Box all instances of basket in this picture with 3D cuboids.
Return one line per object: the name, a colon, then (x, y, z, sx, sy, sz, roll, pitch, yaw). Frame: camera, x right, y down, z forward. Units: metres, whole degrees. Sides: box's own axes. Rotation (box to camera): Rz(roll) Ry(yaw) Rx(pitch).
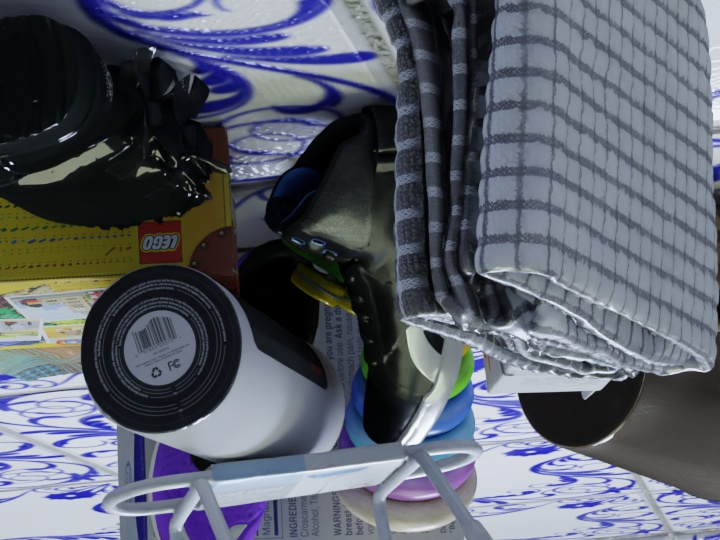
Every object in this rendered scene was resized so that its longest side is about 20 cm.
basket: (0.213, 0.083, 1.476, 0.180, 0.137, 0.200, -21, 155, 40)

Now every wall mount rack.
wall mount rack: (-0.021, 0.125, 1.037, 0.199, 0.075, 0.174, -7, 165, -15)

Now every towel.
towel: (0.073, -0.047, 0.822, 0.085, 0.166, 0.200, -4, 168, 28)
towel: (-0.216, 0.048, 1.434, 0.146, 0.022, 0.200, -8, 166, 20)

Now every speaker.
speaker: (-0.069, 0.055, 1.047, 0.081, 0.082, 0.200, -7, 166, 13)

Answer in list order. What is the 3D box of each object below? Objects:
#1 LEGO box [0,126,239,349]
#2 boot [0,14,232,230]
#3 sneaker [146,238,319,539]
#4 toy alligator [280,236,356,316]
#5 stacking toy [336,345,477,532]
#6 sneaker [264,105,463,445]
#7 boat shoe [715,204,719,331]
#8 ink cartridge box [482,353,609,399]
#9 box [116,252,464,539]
LEGO box: (-0.163, -0.012, 1.079, 0.199, 0.077, 0.149, -3, 166, -3)
boot: (-0.168, -0.057, 0.920, 0.198, 0.074, 0.162, -8, 169, 15)
sneaker: (-0.070, 0.071, 1.192, 0.069, 0.201, 0.100, 16, 163, -9)
toy alligator: (0.002, -0.009, 1.201, 0.054, 0.059, 0.200, 35, -174, 28)
stacking toy: (0.029, 0.046, 1.175, 0.085, 0.085, 0.201, -2, 124, -7)
sneaker: (0.000, 0.000, 1.055, 0.111, 0.073, 0.201, 7, 122, -15)
boat shoe: (0.208, 0.001, 1.238, 0.199, 0.074, 0.076, 4, 165, -39)
ink cartridge box: (0.101, -0.001, 1.117, 0.068, 0.116, 0.200, -3, 166, -5)
box: (-0.048, 0.088, 1.303, 0.199, 0.185, 0.105, 0, 167, -15)
